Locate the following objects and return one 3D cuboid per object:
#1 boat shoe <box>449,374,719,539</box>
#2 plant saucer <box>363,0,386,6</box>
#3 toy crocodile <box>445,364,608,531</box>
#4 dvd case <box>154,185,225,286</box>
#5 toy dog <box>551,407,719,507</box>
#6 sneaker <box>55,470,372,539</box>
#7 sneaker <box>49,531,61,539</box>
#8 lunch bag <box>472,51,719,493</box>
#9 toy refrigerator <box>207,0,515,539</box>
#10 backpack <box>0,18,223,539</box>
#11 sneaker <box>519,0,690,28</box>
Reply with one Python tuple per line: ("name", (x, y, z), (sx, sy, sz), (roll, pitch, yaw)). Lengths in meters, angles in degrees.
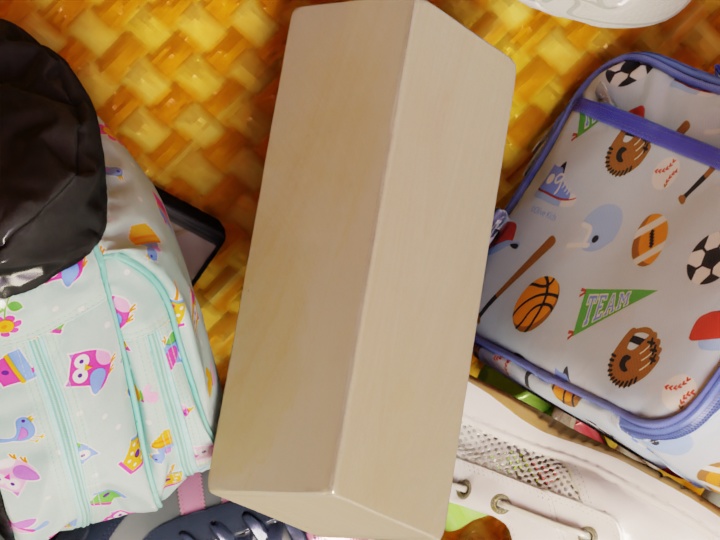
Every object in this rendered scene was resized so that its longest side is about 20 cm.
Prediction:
("boat shoe", (0.084, 0.101, 1.118), (0.069, 0.200, 0.071), (-63, 157, -4))
("plant saucer", (-0.027, -0.225, 1.055), (0.200, 0.048, 0.200), (21, 111, -24))
("toy crocodile", (0.117, 0.057, 1.238), (0.200, 0.062, 0.068), (-26, 121, 0))
("dvd case", (-0.174, -0.004, 1.150), (0.200, 0.018, 0.143), (28, 108, -26))
("toy dog", (0.117, 0.155, 1.192), (0.132, 0.096, 0.200), (22, 106, -12))
("sneaker", (-0.042, 0.104, 1.160), (0.200, 0.082, 0.070), (-30, 114, -36))
("sneaker", (-0.151, 0.164, 1.208), (0.112, 0.073, 0.200), (31, 96, -39))
("lunch bag", (0.129, -0.008, 1.126), (0.076, 0.200, 0.160), (33, 88, -34))
("toy refrigerator", (0.000, 0.000, 1.102), (0.076, 0.070, 0.200), (27, 67, -49))
("backpack", (-0.126, 0.018, 1.077), (0.126, 0.167, 0.200), (-16, 131, -2))
("sneaker", (0.088, -0.131, 1.087), (0.075, 0.081, 0.200), (-55, 148, 7))
